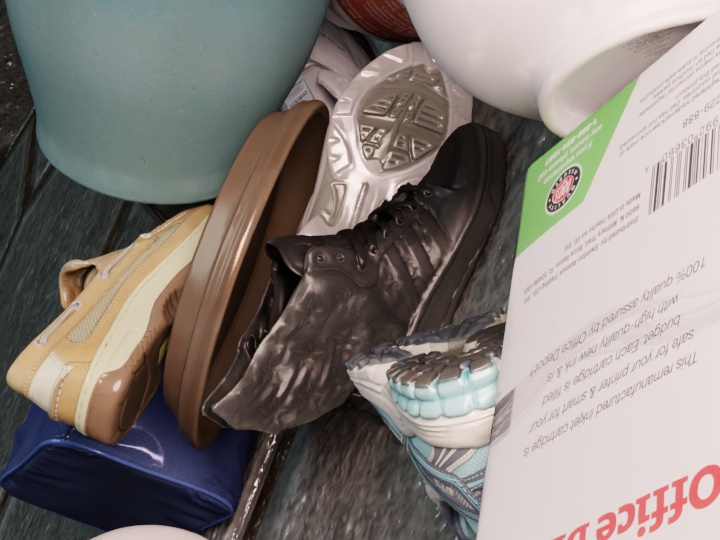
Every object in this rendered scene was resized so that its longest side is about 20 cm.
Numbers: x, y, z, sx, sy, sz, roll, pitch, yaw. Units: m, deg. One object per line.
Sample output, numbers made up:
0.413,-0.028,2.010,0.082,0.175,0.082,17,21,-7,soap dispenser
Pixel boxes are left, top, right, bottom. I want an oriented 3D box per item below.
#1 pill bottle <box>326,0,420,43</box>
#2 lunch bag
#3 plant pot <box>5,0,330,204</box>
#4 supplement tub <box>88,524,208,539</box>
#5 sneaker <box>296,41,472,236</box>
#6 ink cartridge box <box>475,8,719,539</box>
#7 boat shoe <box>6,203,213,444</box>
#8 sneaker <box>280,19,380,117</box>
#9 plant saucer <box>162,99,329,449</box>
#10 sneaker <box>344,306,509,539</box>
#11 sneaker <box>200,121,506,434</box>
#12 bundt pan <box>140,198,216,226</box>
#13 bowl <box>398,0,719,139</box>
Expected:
0.039,-0.190,0.891,0.199,0.111,0.113,4,71,65,pill bottle
-0.146,0.092,1.025,0.200,0.135,0.134,-33,36,58,lunch bag
-0.110,-0.150,0.866,0.201,0.197,0.190,-95,15,-54,plant pot
-0.141,0.238,0.828,0.200,0.144,0.147,-45,28,44,supplement tub
-0.001,-0.040,0.900,0.202,0.077,0.099,-63,4,-14,sneaker
0.113,0.029,0.502,0.146,0.083,0.202,-39,32,51,ink cartridge box
-0.126,0.012,0.834,0.200,0.075,0.072,-59,-14,-61,boat shoe
-0.052,-0.141,0.981,0.075,0.199,0.116,-36,36,22,sneaker
-0.064,-0.001,0.855,0.200,0.029,0.202,20,-90,-85,plant saucer
0.042,0.069,0.656,0.200,0.077,0.087,-113,5,-87,sneaker
-0.001,0.000,0.803,0.060,0.103,0.202,-4,64,68,sneaker
-0.093,-0.102,1.056,0.075,0.202,0.203,-30,33,22,bundt pan
0.105,-0.108,0.578,0.201,0.199,0.091,-40,55,51,bowl
